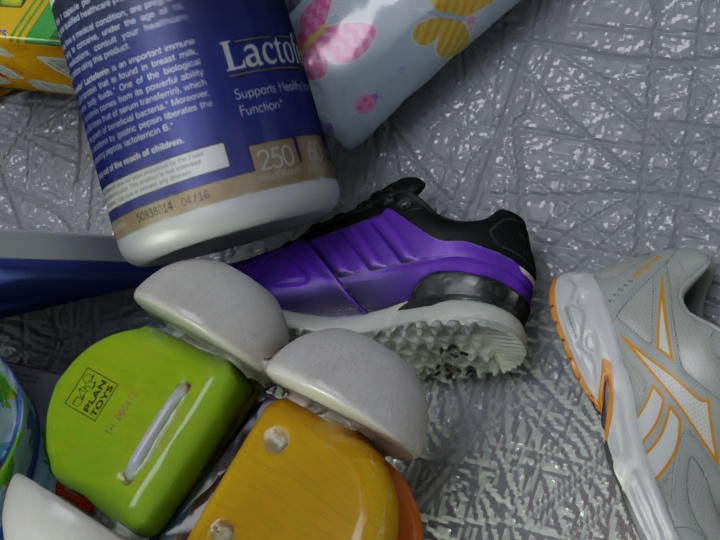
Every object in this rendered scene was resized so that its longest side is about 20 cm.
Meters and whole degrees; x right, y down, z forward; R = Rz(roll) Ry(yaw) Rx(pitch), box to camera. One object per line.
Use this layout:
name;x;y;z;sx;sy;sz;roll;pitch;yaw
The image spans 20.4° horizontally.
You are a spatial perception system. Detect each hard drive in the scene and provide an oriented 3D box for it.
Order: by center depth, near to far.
hard drive;-0.197;0.005;1.051;0.132;0.200;0.025;-13;85;20

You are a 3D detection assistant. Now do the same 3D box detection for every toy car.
toy car;-0.058;0.106;0.974;0.200;0.150;0.175;26;79;27

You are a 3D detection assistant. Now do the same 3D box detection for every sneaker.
sneaker;0.159;0.072;0.934;0.092;0.076;0.200;-24;63;9
sneaker;0.000;0.000;1.043;0.200;0.070;0.100;1;62;23

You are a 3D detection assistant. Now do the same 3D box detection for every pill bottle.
pill bottle;-0.090;-0.111;1.002;0.116;0.116;0.200;-17;88;18

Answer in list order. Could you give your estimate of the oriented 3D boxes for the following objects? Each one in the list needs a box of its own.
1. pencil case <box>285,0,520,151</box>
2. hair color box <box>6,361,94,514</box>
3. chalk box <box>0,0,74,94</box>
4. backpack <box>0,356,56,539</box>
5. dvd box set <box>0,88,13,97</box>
pencil case;0.033;-0.155;1.077;0.200;0.083;0.091;-41;40;5
hair color box;-0.211;0.150;1.077;0.101;0.061;0.200;11;74;28
chalk box;-0.172;-0.209;1.126;0.124;0.125;0.200;6;81;20
backpack;-0.245;0.118;0.988;0.200;0.154;0.163;-32;45;-28
dvd box set;-0.194;-0.195;1.227;0.200;0.029;0.146;-28;61;13
